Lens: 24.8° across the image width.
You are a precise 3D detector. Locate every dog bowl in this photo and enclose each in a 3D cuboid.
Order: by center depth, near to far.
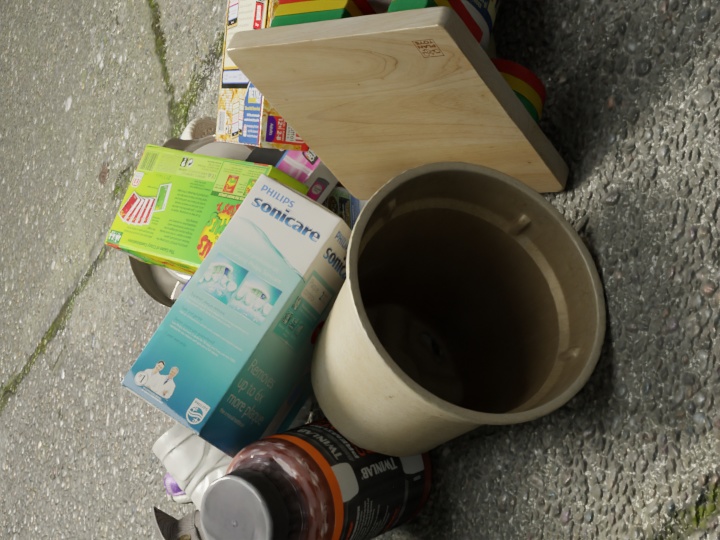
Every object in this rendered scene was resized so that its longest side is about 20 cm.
[{"bbox_3d":[-0.131,-0.050,1.563,0.200,0.059,0.201,-13,67,33],"label":"dog bowl"}]

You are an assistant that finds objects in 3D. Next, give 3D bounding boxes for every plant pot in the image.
[{"bbox_3d":[0.051,0.049,1.227,0.184,0.200,0.201,132,137,-57],"label":"plant pot"}]

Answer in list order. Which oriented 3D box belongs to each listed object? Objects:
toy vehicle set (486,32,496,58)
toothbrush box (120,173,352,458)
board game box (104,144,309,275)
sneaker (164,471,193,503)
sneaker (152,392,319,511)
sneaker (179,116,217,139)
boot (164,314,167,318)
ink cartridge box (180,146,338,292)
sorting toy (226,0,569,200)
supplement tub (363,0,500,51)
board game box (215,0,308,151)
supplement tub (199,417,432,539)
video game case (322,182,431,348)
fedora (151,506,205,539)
[{"bbox_3d":[0.052,-0.108,1.404,0.200,0.026,0.125,-32,55,51],"label":"toy vehicle set"},{"bbox_3d":[-0.080,0.045,1.306,0.085,0.146,0.200,29,81,23],"label":"toothbrush box"},{"bbox_3d":[-0.139,-0.048,1.449,0.200,0.048,0.102,13,79,50],"label":"board game box"},{"bbox_3d":[-0.114,0.124,1.477,0.200,0.083,0.081,-50,23,-19],"label":"sneaker"},{"bbox_3d":[-0.064,0.143,1.401,0.116,0.200,0.074,53,170,17],"label":"sneaker"},{"bbox_3d":[-0.160,-0.047,1.690,0.111,0.077,0.200,-48,51,52],"label":"sneaker"},{"bbox_3d":[-0.138,0.104,1.618,0.200,0.072,0.145,-21,65,51],"label":"boot"},{"bbox_3d":[-0.097,-0.041,1.465,0.200,0.037,0.095,-55,41,12],"label":"ink cartridge box"},{"bbox_3d":[0.037,-0.140,1.245,0.200,0.199,0.070,-1,57,37],"label":"sorting toy"},{"bbox_3d":[0.052,-0.270,1.311,0.145,0.145,0.200,-14,55,57],"label":"supplement tub"},{"bbox_3d":[-0.077,-0.204,1.386,0.151,0.046,0.201,-161,75,-70],"label":"board game box"},{"bbox_3d":[-0.036,0.174,1.286,0.107,0.200,0.107,6,101,34],"label":"supplement tub"},{"bbox_3d":[0.000,0.000,1.425,0.200,0.018,0.144,20,116,57],"label":"video game case"},{"bbox_3d":[-0.096,0.254,1.453,0.090,0.177,0.200,-43,20,2],"label":"fedora"}]
